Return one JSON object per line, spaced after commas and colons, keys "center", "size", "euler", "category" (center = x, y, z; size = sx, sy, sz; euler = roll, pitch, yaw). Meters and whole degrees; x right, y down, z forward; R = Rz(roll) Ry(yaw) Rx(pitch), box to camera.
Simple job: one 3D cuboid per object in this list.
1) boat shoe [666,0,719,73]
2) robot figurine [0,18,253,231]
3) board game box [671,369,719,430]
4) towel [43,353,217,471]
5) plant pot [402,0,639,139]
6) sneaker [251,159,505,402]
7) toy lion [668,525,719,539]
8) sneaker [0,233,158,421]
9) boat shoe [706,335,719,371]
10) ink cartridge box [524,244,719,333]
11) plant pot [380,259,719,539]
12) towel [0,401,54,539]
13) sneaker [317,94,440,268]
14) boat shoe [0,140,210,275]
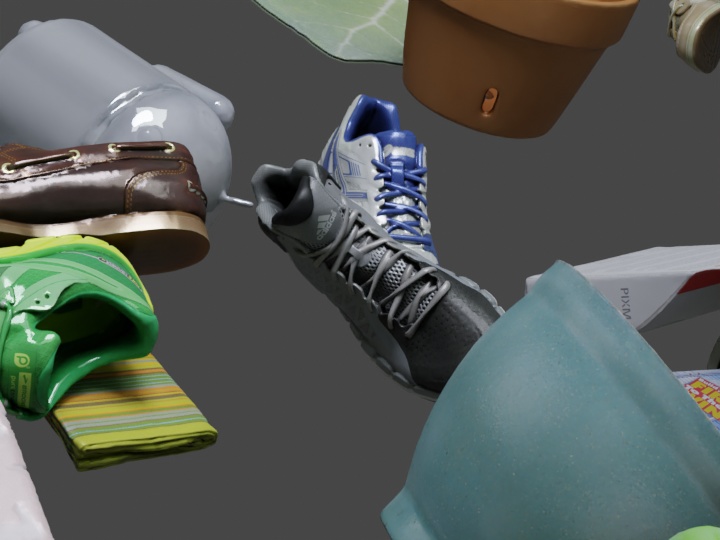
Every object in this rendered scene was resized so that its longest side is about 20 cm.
{"center": [0.350, -0.253, 1.708], "size": [0.065, 0.073, 0.200], "euler": [17, 23, 18], "category": "boat shoe"}
{"center": [-0.157, -0.078, 0.996], "size": [0.200, 0.113, 0.169], "euler": [35, 53, 30], "category": "robot figurine"}
{"center": [0.185, 0.122, 0.899], "size": [0.199, 0.062, 0.200], "euler": [-12, 40, -44], "category": "board game box"}
{"center": [-0.161, 0.039, 0.886], "size": [0.086, 0.018, 0.200], "euler": [-1, 33, -41], "category": "towel"}
{"center": [0.120, -0.204, 1.383], "size": [0.199, 0.141, 0.200], "euler": [15, 28, -8], "category": "plant pot"}
{"center": [0.000, 0.000, 0.944], "size": [0.200, 0.075, 0.115], "euler": [37, -4, 37], "category": "sneaker"}
{"center": [0.170, 0.182, 0.632], "size": [0.199, 0.193, 0.069], "euler": [13, 27, -12], "category": "toy lion"}
{"center": [-0.186, 0.033, 0.790], "size": [0.199, 0.074, 0.083], "euler": [-18, 39, -34], "category": "sneaker"}
{"center": [0.305, 0.055, 1.089], "size": [0.200, 0.072, 0.060], "euler": [-7, 32, -45], "category": "boat shoe"}
{"center": [0.229, 0.011, 1.046], "size": [0.199, 0.050, 0.160], "euler": [-1, 7, 44], "category": "ink cartridge box"}
{"center": [0.094, 0.116, 0.717], "size": [0.201, 0.134, 0.200], "euler": [53, 0, 0], "category": "plant pot"}
{"center": [-0.220, 0.118, 0.655], "size": [0.199, 0.032, 0.191], "euler": [-1, 41, -32], "category": "towel"}
{"center": [0.012, -0.046, 1.075], "size": [0.075, 0.089, 0.200], "euler": [8, 30, -23], "category": "sneaker"}
{"center": [-0.181, -0.033, 0.876], "size": [0.199, 0.070, 0.071], "euler": [-3, 63, -20], "category": "boat shoe"}
